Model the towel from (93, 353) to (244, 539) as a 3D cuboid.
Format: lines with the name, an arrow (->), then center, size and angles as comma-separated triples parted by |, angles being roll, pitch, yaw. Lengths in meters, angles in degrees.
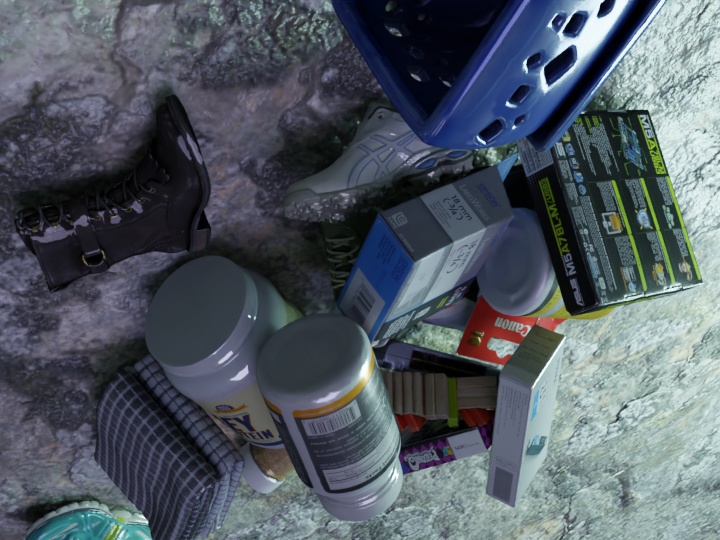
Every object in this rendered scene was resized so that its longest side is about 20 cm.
towel -> -0.220, 0.212, 1.143 | 0.085, 0.165, 0.201 | -36, 161, -37

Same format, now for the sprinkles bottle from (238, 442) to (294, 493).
sprinkles bottle -> -0.066, 0.197, 1.300 | 0.199, 0.069, 0.068 | -40, 139, 16

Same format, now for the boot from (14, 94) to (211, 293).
boot -> -0.225, -0.059, 0.937 | 0.171, 0.070, 0.202 | -14, 141, -16

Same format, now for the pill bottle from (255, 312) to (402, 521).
pill bottle -> -0.024, 0.150, 1.028 | 0.115, 0.117, 0.202 | -22, 130, -4

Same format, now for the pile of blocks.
pile of blocks -> 0.066, 0.152, 1.151 | 0.196, 0.063, 0.082 | 6, 158, -16

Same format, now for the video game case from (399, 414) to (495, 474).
video game case -> 0.110, 0.191, 1.287 | 0.179, 0.036, 0.199 | -23, -176, 30

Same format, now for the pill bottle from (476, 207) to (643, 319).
pill bottle -> 0.229, -0.004, 1.121 | 0.197, 0.112, 0.112 | 5, 132, -36

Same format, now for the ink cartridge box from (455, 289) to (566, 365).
ink cartridge box -> 0.212, 0.026, 1.223 | 0.159, 0.050, 0.203 | 16, 97, -40

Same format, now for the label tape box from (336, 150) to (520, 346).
label tape box -> 0.084, -0.021, 1.023 | 0.198, 0.064, 0.145 | -25, 156, -34

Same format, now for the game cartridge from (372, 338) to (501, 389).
game cartridge -> 0.061, 0.105, 1.228 | 0.198, 0.132, 0.041 | 18, 82, -39

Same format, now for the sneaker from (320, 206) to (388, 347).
sneaker -> 0.000, 0.000, 1.080 | 0.066, 0.091, 0.201 | 1, 141, 27

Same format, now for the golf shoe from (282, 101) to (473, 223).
golf shoe -> 0.008, -0.109, 1.000 | 0.197, 0.099, 0.078 | -18, 172, -19

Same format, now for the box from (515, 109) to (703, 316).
box -> 0.257, -0.065, 1.065 | 0.191, 0.204, 0.047 | -8, 168, -43

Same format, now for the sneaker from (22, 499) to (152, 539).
sneaker -> -0.328, 0.345, 1.311 | 0.198, 0.080, 0.078 | 20, 123, -40

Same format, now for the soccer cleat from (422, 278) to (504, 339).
soccer cleat -> 0.111, 0.041, 1.241 | 0.073, 0.069, 0.199 | -26, 146, 33

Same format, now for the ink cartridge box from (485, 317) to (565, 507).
ink cartridge box -> 0.205, 0.143, 1.200 | 0.176, 0.044, 0.203 | -48, 149, -41

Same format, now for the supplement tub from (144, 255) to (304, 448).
supplement tub -> -0.121, 0.087, 1.092 | 0.144, 0.146, 0.200 | -32, 140, 8

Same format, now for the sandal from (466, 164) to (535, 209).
sandal -> 0.121, -0.082, 1.125 | 0.197, 0.049, 0.076 | -16, 142, 7

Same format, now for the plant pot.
plant pot -> 0.120, -0.224, 0.852 | 0.178, 0.201, 0.201 | 7, 130, -42
